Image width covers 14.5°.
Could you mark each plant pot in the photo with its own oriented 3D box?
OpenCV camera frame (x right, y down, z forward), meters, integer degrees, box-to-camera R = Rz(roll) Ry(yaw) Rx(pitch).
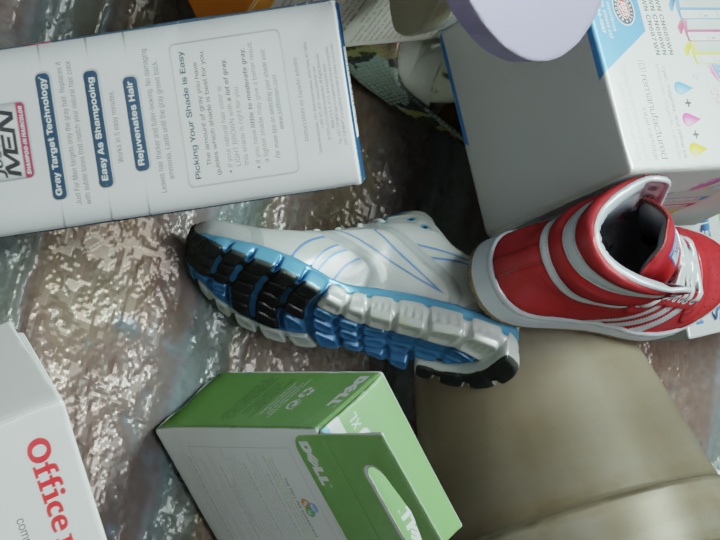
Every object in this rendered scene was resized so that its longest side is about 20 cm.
[{"bbox_3d":[0.111,0.106,1.675,0.200,0.200,0.174,-6,74,-39],"label":"plant pot"}]

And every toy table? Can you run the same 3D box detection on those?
[{"bbox_3d":[0.049,-0.212,1.503,0.184,0.117,0.200,-3,96,-39],"label":"toy table"}]

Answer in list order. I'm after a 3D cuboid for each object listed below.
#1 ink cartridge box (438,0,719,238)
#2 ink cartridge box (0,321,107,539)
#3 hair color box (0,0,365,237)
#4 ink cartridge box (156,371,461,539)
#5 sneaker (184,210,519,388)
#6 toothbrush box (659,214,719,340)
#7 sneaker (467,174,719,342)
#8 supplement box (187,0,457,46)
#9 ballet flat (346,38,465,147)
[{"bbox_3d":[0.170,-0.101,1.650,0.200,0.125,0.129,-5,77,-40],"label":"ink cartridge box"},{"bbox_3d":[-0.228,0.135,1.376,0.200,0.084,0.145,-23,124,-14],"label":"ink cartridge box"},{"bbox_3d":[-0.103,-0.080,1.503,0.200,0.061,0.100,-8,93,2],"label":"hair color box"},{"bbox_3d":[-0.013,0.112,1.546,0.059,0.200,0.104,-40,112,-34],"label":"ink cartridge box"},{"bbox_3d":[0.000,0.000,1.615,0.200,0.075,0.087,17,59,-3],"label":"sneaker"},{"bbox_3d":[0.241,-0.041,1.836,0.200,0.086,0.146,-12,94,-40],"label":"toothbrush box"},{"bbox_3d":[0.168,-0.007,1.596,0.200,0.112,0.071,-2,75,-43],"label":"sneaker"},{"bbox_3d":[-0.015,-0.195,1.614,0.200,0.074,0.126,-8,60,-39],"label":"supplement box"},{"bbox_3d":[0.067,-0.106,1.706,0.200,0.071,0.069,38,81,-31],"label":"ballet flat"}]
